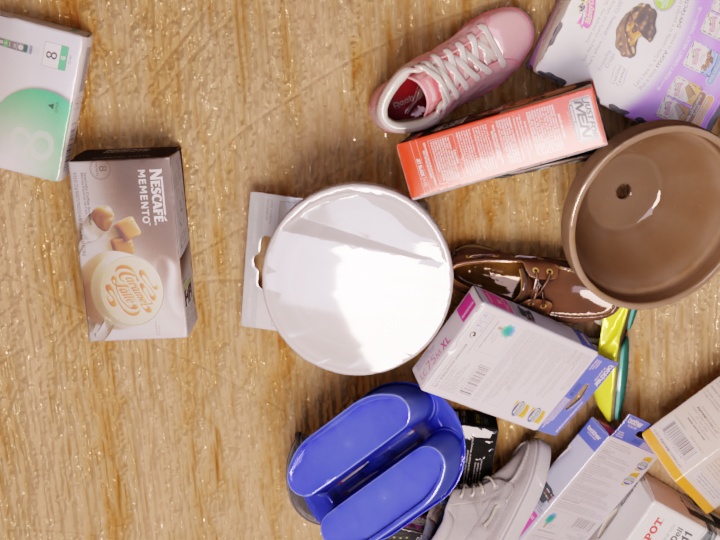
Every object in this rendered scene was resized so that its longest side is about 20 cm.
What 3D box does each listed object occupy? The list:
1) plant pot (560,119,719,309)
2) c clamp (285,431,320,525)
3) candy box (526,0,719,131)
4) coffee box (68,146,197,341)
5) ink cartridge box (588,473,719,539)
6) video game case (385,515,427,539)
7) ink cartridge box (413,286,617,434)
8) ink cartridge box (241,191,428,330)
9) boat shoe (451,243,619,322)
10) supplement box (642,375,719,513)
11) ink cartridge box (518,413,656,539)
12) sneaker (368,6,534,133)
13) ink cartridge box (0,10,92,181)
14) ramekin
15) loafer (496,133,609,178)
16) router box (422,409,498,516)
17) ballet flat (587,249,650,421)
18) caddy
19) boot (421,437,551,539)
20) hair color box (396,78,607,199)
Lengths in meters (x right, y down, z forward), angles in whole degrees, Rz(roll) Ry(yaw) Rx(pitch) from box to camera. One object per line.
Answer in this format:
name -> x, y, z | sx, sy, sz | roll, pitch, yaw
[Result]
plant pot -> 0.293, -0.069, 1.135 | 0.199, 0.093, 0.202 | -6, 117, -12
c clamp -> 0.002, 0.209, 1.239 | 0.198, 0.027, 0.172 | -16, 106, 10
candy box -> 0.301, -0.245, 1.136 | 0.199, 0.072, 0.169 | 25, 104, -6
coffee box -> -0.247, -0.030, 1.197 | 0.113, 0.080, 0.202 | -2, 105, 1
ink cartridge box -> 0.379, 0.354, 1.286 | 0.199, 0.083, 0.147 | 29, 103, -6
video game case -> 0.057, 0.375, 1.270 | 0.180, 0.036, 0.202 | 12, 115, -1
ink cartridge box -> 0.169, 0.102, 1.173 | 0.199, 0.042, 0.120 | 23, 114, -27
ink cartridge box -> -0.029, -0.005, 1.224 | 0.198, 0.047, 0.162 | 7, 105, 5
boat shoe -> 0.187, 0.019, 1.188 | 0.198, 0.068, 0.073 | 12, 101, 12
supplement box -> 0.431, 0.170, 1.215 | 0.200, 0.074, 0.126 | -38, 137, 10
ink cartridge box -> 0.264, 0.242, 1.252 | 0.119, 0.042, 0.200 | 25, 109, -43
sneaker -> 0.099, -0.204, 1.135 | 0.199, 0.105, 0.076 | -30, 100, 7
ink cartridge box -> -0.402, -0.200, 1.173 | 0.198, 0.050, 0.162 | 13, 104, -5
ramekin -> 0.000, 0.000, 1.149 | 0.200, 0.094, 0.204 | 1, 105, 5
loafer -> 0.169, -0.135, 1.171 | 0.198, 0.063, 0.073 | -8, 105, 3
router box -> 0.076, 0.261, 1.282 | 0.148, 0.051, 0.202 | 8, 104, 1
ballet flat -> 0.280, 0.068, 1.230 | 0.066, 0.067, 0.202 | 12, 103, 20
caddy -> 0.018, 0.210, 1.171 | 0.199, 0.105, 0.142 | -37, 80, 12
boot -> 0.135, 0.253, 1.200 | 0.095, 0.074, 0.201 | 33, 60, -4
hair color box -> 0.144, -0.133, 1.095 | 0.198, 0.102, 0.062 | -14, 101, 15
